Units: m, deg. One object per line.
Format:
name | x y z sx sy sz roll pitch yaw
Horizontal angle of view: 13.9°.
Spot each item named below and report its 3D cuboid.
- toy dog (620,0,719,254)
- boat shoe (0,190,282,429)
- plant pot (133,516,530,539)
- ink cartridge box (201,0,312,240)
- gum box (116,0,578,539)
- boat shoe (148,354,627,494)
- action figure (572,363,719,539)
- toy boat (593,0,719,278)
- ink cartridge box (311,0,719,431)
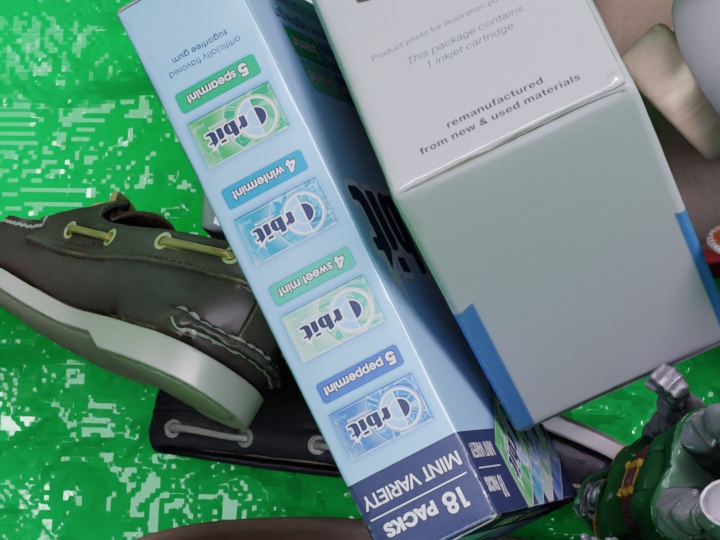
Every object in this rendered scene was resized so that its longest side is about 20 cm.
toy dog | 0.151 -0.057 0.946 0.200 0.096 0.132 27 86 45
boat shoe | -0.087 0.006 1.106 0.072 0.200 0.060 36 81 -31
plant pot | 0.001 0.191 1.053 0.200 0.200 0.175 6 97 9
ink cartridge box | 0.017 -0.106 1.151 0.146 0.083 0.200 0 80 8
gum box | 0.000 0.000 1.007 0.045 0.170 0.200 -28 82 10
boat shoe | 0.014 0.067 1.121 0.200 0.074 0.060 16 81 13
action figure | 0.107 0.071 0.965 0.055 0.200 0.118 24 76 -5
toy boat | 0.162 -0.082 1.108 0.130 0.131 0.200 -7 64 31
ink cartridge box | 0.039 -0.072 0.988 0.084 0.145 0.200 -25 51 5
